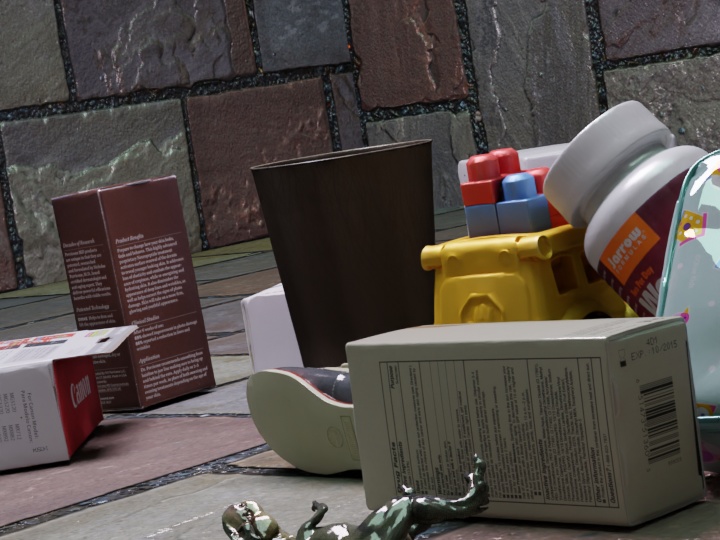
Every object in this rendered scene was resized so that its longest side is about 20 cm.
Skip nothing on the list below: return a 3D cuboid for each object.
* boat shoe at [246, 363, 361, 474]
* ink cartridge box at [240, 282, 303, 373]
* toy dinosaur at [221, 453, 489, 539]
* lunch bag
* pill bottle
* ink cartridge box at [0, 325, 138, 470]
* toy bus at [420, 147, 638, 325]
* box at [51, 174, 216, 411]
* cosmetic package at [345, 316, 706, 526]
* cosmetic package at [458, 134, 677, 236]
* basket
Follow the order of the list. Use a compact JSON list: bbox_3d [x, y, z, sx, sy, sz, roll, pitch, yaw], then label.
[{"bbox_3d":[0.001,0.093,1.298,0.062,0.071,0.200,-26,19,-36],"label":"boat shoe"},{"bbox_3d":[-0.012,0.045,1.859,0.146,0.084,0.200,-7,5,16],"label":"ink cartridge box"},{"bbox_3d":[0.019,0.132,0.989,0.200,0.048,0.088,-3,22,47],"label":"toy dinosaur"},{"bbox_3d":[0.251,0.013,1.110,0.160,0.200,0.077,-4,-34,33],"label":"lunch bag"},{"bbox_3d":[0.218,-0.012,1.309,0.109,0.200,0.110,-36,-20,-16],"label":"pill bottle"},{"bbox_3d":[-0.269,0.105,1.614,0.175,0.084,0.200,-9,5,2],"label":"ink cartridge box"},{"bbox_3d":[0.133,0.006,1.419,0.135,0.193,0.200,-7,3,37],"label":"toy bus"},{"bbox_3d":[-0.206,0.021,1.801,0.075,0.201,0.100,-5,6,40],"label":"box"},{"bbox_3d":[0.088,0.082,1.106,0.071,0.106,0.200,-11,7,-43],"label":"cosmetic package"},{"bbox_3d":[0.215,-0.044,2.008,0.166,0.168,0.200,-9,4,-16],"label":"cosmetic package"},{"bbox_3d":[0.000,0.000,1.666,0.136,0.201,0.180,-4,7,38],"label":"basket"}]
